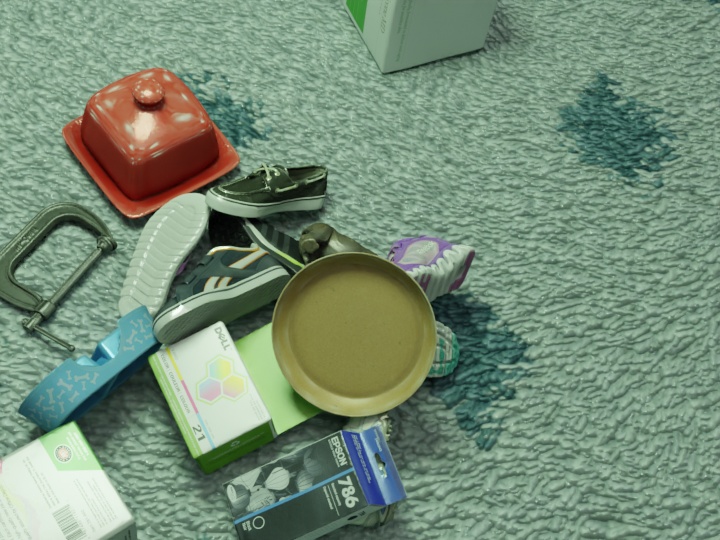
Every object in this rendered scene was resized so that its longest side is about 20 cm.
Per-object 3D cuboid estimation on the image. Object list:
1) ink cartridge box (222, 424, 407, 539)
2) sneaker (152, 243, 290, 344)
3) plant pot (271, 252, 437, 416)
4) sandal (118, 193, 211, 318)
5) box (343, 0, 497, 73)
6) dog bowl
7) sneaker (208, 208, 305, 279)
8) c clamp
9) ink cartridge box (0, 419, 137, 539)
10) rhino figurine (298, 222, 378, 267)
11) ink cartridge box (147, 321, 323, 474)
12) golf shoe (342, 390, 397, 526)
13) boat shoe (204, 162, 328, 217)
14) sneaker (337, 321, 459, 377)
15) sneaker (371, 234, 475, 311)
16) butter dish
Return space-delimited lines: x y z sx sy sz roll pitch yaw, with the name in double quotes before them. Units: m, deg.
"ink cartridge box" -0.054 0.257 1.172 0.200 0.039 0.100 -25 62 2
"sneaker" -0.188 0.026 1.266 0.200 0.079 0.079 -24 62 -39
"plant pot" -0.007 0.075 1.205 0.199 0.027 0.201 1 100 7
"sandal" -0.264 -0.015 1.348 0.082 0.050 0.203 19 68 20
"box" 0.099 -0.458 1.600 0.200 0.199 0.172 -19 63 -19
"dog bowl" -0.316 0.122 1.208 0.050 0.111 0.200 45 52 3
"sneaker" -0.125 -0.023 1.378 0.200 0.072 0.083 42 31 18
"c clamp" -0.396 -0.001 1.329 0.170 0.027 0.200 23 58 11
"ink cartridge box" -0.371 0.285 1.113 0.200 0.084 0.145 -28 67 -25
"rhino figurine" 0.000 0.000 1.343 0.200 0.060 0.088 29 22 -17
"ink cartridge box" -0.137 0.133 1.234 0.200 0.076 0.148 -27 66 -10
"golf shoe" -0.009 0.213 1.232 0.097 0.078 0.200 -1 57 -4
"boat shoe" -0.127 -0.118 1.381 0.200 0.064 0.071 -11 35 -45
"sneaker" 0.037 0.094 1.314 0.200 0.091 0.078 13 84 -28
"sneaker" 0.063 0.001 1.297 0.088 0.081 0.200 34 33 22
"butter dish" -0.294 -0.208 1.401 0.200 0.148 0.200 -31 67 -25
